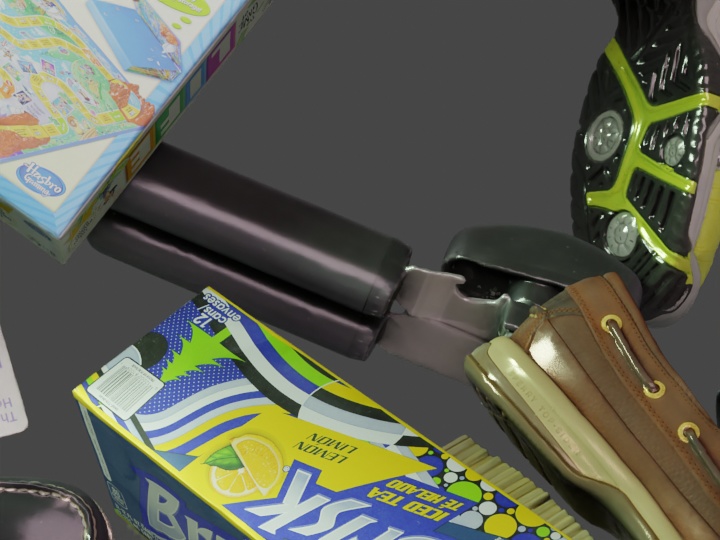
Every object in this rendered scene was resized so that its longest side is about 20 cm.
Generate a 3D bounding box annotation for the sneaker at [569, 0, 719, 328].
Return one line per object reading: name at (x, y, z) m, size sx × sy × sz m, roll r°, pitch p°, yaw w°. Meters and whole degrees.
sneaker at (0.134, -0.072, 0.816) m, size 0.076 × 0.075 × 0.200 m, roll 21°, pitch 73°, yaw -34°

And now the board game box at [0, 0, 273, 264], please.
board game box at (-0.142, -0.114, 0.740) m, size 0.200 × 0.034 × 0.134 m, roll 36°, pitch 75°, yaw 5°

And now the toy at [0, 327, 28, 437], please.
toy at (-0.197, -0.028, 0.744) m, size 0.115 × 0.047 × 0.200 m, roll -14°, pitch 69°, yaw -15°

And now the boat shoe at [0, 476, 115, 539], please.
boat shoe at (-0.173, 0.105, 0.678) m, size 0.200 × 0.063 × 0.073 m, roll -12°, pitch 68°, yaw -16°

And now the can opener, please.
can opener at (0.000, 0.000, 0.772) m, size 0.200 × 0.053 × 0.066 m, roll 19°, pitch 48°, yaw -1°

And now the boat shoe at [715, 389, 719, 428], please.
boat shoe at (0.153, 0.067, 0.764) m, size 0.066 × 0.070 × 0.200 m, roll 37°, pitch 72°, yaw 5°

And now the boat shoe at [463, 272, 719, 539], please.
boat shoe at (0.120, 0.080, 0.685) m, size 0.068 × 0.072 × 0.200 m, roll -41°, pitch 70°, yaw -5°

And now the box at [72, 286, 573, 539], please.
box at (-0.001, 0.088, 0.674) m, size 0.064 × 0.070 × 0.200 m, roll -38°, pitch 50°, yaw -24°

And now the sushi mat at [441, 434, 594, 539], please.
sushi mat at (-0.015, 0.125, 0.704) m, size 0.200 × 0.012 × 0.096 m, roll -27°, pitch 40°, yaw -21°
